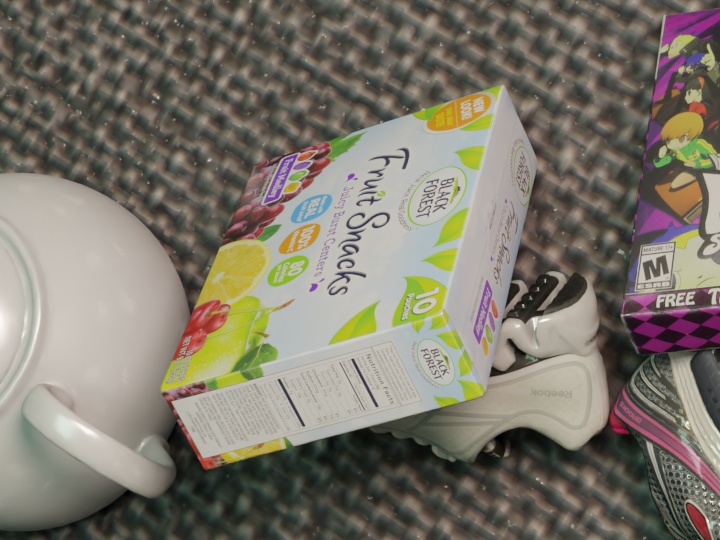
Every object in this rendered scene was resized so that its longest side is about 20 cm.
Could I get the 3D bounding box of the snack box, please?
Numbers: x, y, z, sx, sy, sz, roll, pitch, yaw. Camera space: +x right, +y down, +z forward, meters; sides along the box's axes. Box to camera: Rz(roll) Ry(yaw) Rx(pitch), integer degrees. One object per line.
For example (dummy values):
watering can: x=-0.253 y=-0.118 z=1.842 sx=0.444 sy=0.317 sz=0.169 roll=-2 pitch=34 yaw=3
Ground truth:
snack box: x=0.000 y=0.000 z=1.166 sx=0.141 sy=0.053 sz=0.200 roll=-15 pitch=29 yaw=20

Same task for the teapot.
teapot: x=-0.188 y=0.036 z=1.260 sx=0.199 sy=0.146 sz=0.199 roll=-14 pitch=72 yaw=21

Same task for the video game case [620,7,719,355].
video game case: x=0.222 y=-0.051 z=1.110 sx=0.199 sy=0.036 sz=0.182 roll=-6 pitch=50 yaw=25

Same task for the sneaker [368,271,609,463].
sneaker: x=0.029 y=0.056 z=1.196 sx=0.199 sy=0.075 sz=0.081 roll=-7 pitch=111 yaw=35

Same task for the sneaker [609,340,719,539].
sneaker: x=0.180 y=0.119 z=1.109 sx=0.075 sy=0.080 sz=0.201 roll=-40 pitch=56 yaw=30
